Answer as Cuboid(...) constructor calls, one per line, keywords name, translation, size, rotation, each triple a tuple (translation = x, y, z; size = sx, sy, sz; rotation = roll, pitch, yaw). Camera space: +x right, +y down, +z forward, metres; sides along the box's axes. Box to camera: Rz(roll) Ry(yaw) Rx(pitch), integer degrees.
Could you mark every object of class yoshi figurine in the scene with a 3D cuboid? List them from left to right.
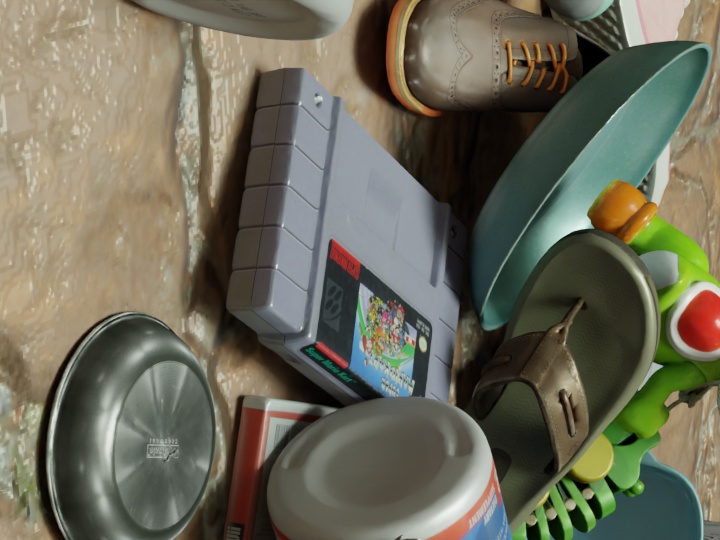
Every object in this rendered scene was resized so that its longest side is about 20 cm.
Cuboid(name="yoshi figurine", translation=(0.197, 0.045, 1.206), size=(0.112, 0.200, 0.113), rotation=(-33, 158, -51))

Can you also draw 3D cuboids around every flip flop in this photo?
Cuboid(name="flip flop", translation=(0.089, 0.072, 1.144), size=(0.201, 0.081, 0.058), rotation=(-56, 170, 16))

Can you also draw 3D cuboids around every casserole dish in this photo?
Cuboid(name="casserole dish", translation=(0.148, 0.195, 1.301), size=(0.039, 0.120, 0.202), rotation=(-11, 108, -65))

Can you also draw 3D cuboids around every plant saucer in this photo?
Cuboid(name="plant saucer", translation=(0.119, -0.055, 1.195), size=(0.200, 0.036, 0.200), rotation=(-46, 165, -15))

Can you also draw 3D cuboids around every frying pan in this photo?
Cuboid(name="frying pan", translation=(-0.108, 0.110, 0.942), size=(0.115, 0.031, 0.191), rotation=(47, 53, -51))

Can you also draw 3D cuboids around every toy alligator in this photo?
Cuboid(name="toy alligator", translation=(0.134, 0.118, 1.235), size=(0.199, 0.059, 0.055), rotation=(-22, 82, -15))

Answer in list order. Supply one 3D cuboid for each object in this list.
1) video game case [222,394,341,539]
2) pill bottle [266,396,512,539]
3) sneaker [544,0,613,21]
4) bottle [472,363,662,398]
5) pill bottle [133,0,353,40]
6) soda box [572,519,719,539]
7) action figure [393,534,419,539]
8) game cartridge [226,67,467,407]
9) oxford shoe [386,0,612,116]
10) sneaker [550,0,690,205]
Cuboid(name="video game case", translation=(-0.031, 0.169, 1.092), size=(0.143, 0.017, 0.202), rotation=(15, 82, -60))
Cuboid(name="pill bottle", translation=(0.028, 0.172, 1.066), size=(0.112, 0.112, 0.201), rotation=(-51, 136, -43))
Cuboid(name="sneaker", translation=(0.072, -0.203, 1.152), size=(0.140, 0.077, 0.201), rotation=(-48, 125, -43))
Cuboid(name="bottle", translation=(0.134, 0.054, 1.304), size=(0.200, 0.065, 0.084), rotation=(-26, 125, -55))
Cuboid(name="pill bottle", translation=(-0.039, -0.208, 0.919), size=(0.109, 0.108, 0.202), rotation=(24, 75, -59))
Cuboid(name="soda box", translation=(0.213, 0.192, 1.331), size=(0.068, 0.199, 0.064), rotation=(-10, 105, -61))
Cuboid(name="action figure", translation=(-0.041, 0.192, 0.946), size=(0.200, 0.069, 0.130), rotation=(-48, 132, -9))
Cuboid(name="game cartridge", translation=(0.000, 0.000, 1.081), size=(0.200, 0.038, 0.131), rotation=(40, 48, -55))
Cuboid(name="oxford shoe", translation=(0.079, -0.119, 1.172), size=(0.200, 0.072, 0.072), rotation=(-7, 101, -59))
Cuboid(name="sneaker", translation=(0.169, -0.129, 1.320), size=(0.104, 0.075, 0.202), rotation=(-32, 118, -48))
